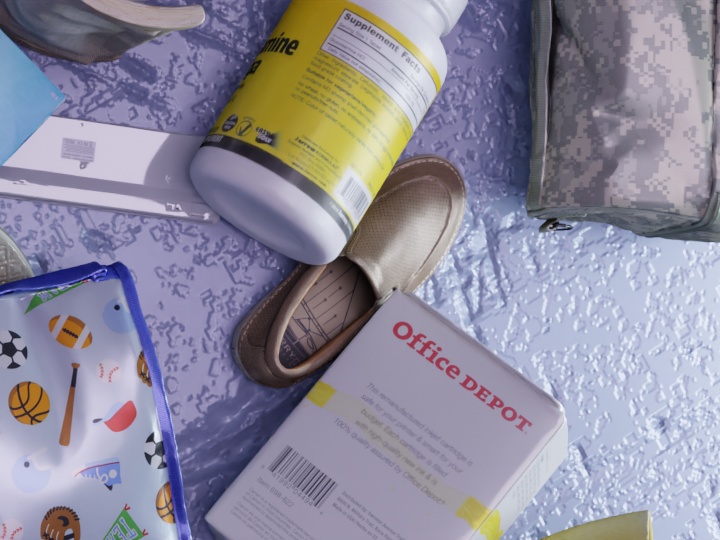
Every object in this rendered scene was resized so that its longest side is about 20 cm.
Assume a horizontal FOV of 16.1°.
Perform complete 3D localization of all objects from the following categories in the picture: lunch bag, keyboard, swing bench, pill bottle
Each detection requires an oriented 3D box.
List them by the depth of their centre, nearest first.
[{"bbox_3d":[-0.128,-0.208,1.545,0.200,0.199,0.130,-40,102,-16],"label":"swing bench"},{"bbox_3d":[-0.204,0.106,1.554,0.169,0.124,0.202,-14,103,-21],"label":"lunch bag"},{"bbox_3d":[-0.182,-0.069,1.625,0.198,0.011,0.057,7,82,-20],"label":"keyboard"},{"bbox_3d":[-0.015,-0.115,1.630,0.112,0.112,0.201,36,75,-16],"label":"pill bottle"},{"bbox_3d":[0.192,-0.121,1.693,0.166,0.139,0.202,4,87,-21],"label":"lunch bag"}]

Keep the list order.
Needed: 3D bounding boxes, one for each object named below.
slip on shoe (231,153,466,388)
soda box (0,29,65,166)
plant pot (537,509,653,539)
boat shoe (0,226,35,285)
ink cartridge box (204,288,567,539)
[{"bbox_3d":[0.000,0.000,1.662,0.200,0.061,0.076,-40,102,-16],"label":"slip on shoe"},{"bbox_3d":[-0.278,-0.150,1.556,0.200,0.064,0.068,46,72,-11],"label":"soda box"},{"bbox_3d":[0.123,0.260,1.653,0.141,0.200,0.202,-3,90,8],"label":"plant pot"},{"bbox_3d":[-0.271,-0.022,1.563,0.075,0.062,0.200,-47,120,-2],"label":"boat shoe"},{"bbox_3d":[0.020,0.137,1.626,0.145,0.084,0.200,37,76,17],"label":"ink cartridge box"}]
